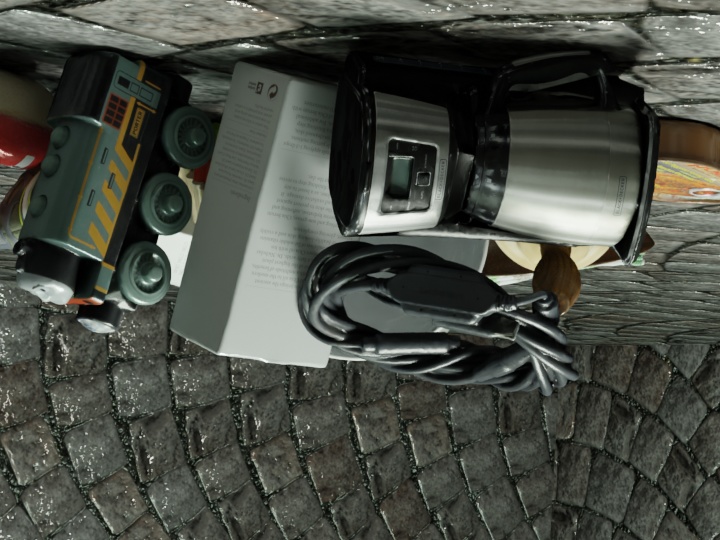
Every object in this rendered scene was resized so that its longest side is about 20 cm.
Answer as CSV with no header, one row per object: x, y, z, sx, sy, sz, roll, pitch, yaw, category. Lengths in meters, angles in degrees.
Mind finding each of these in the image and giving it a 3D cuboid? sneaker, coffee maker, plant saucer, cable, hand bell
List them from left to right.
-0.220,-0.075,1.367,0.081,0.074,0.200,-14,-163,32,sneaker
0.051,0.035,1.205,0.200,0.051,0.163,6,158,25,cable
0.080,-0.074,1.186,0.200,0.135,0.192,5,175,-7,coffee maker
0.164,-0.030,1.586,0.200,0.037,0.200,-8,-172,1,plant saucer
0.140,-0.013,1.270,0.104,0.104,0.200,3,-159,6,hand bell

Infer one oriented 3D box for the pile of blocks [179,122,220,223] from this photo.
-0.117,-0.080,1.442,0.082,0.062,0.200,-19,-142,-18,pile of blocks

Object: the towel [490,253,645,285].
0.154,-0.010,1.675,0.200,0.031,0.149,-10,-171,-20,towel

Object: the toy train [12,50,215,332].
-0.181,-0.060,1.251,0.114,0.200,0.085,28,163,-39,toy train

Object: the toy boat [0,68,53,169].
-0.323,-0.090,1.310,0.200,0.131,0.130,1,174,28,toy boat

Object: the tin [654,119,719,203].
0.258,-0.087,1.421,0.112,0.042,0.200,3,174,35,tin

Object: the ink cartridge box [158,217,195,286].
-0.120,-0.037,1.545,0.200,0.115,0.068,17,133,-10,ink cartridge box

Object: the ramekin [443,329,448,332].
0.045,0.028,2.385,0.200,0.105,0.200,3,174,0,ramekin

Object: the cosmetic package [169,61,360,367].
-0.056,-0.039,1.252,0.101,0.200,0.071,10,-172,-40,cosmetic package

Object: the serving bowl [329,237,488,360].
0.004,-0.029,1.348,0.200,0.201,0.066,3,174,11,serving bowl
